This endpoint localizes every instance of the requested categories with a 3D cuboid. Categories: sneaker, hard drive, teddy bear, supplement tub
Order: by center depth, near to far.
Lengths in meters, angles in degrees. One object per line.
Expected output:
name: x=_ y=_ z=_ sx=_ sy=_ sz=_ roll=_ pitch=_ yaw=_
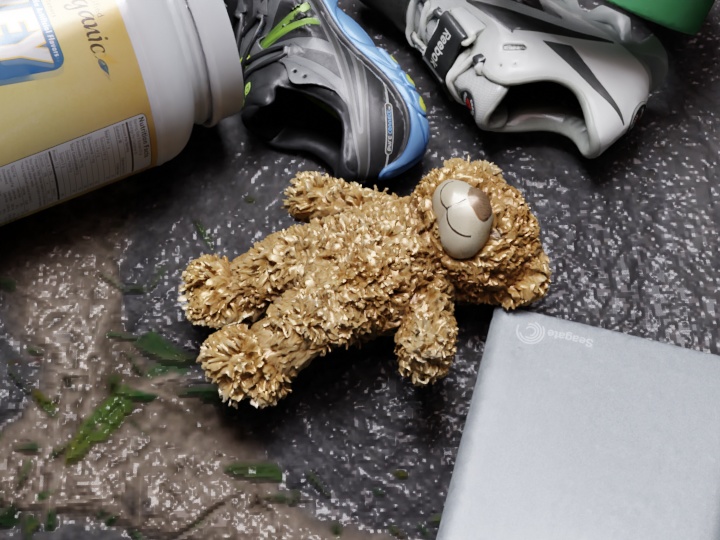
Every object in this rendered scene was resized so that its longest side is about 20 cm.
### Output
hard drive: x=0.113 y=0.122 z=0.902 sx=0.138 sy=0.033 sz=0.202 roll=13 pitch=58 yaw=7
teddy bear: x=0.000 y=0.000 z=0.940 sx=0.197 sy=0.067 sz=0.146 roll=-8 pitch=44 yaw=7
supplement tub: x=-0.177 y=-0.109 z=0.976 sx=0.198 sy=0.145 sz=0.145 roll=-23 pitch=61 yaw=-14
sneaker: x=0.069 y=-0.130 z=1.028 sx=0.198 sy=0.074 sz=0.089 roll=25 pitch=58 yaw=15
sneaker: x=-0.046 y=-0.122 z=1.030 sx=0.082 sy=0.071 sz=0.200 roll=-33 pitch=67 yaw=-27

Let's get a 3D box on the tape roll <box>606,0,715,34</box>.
tape roll: x=0.114 y=-0.201 z=1.022 sx=0.199 sy=0.049 sz=0.201 roll=24 pitch=16 yaw=-7
